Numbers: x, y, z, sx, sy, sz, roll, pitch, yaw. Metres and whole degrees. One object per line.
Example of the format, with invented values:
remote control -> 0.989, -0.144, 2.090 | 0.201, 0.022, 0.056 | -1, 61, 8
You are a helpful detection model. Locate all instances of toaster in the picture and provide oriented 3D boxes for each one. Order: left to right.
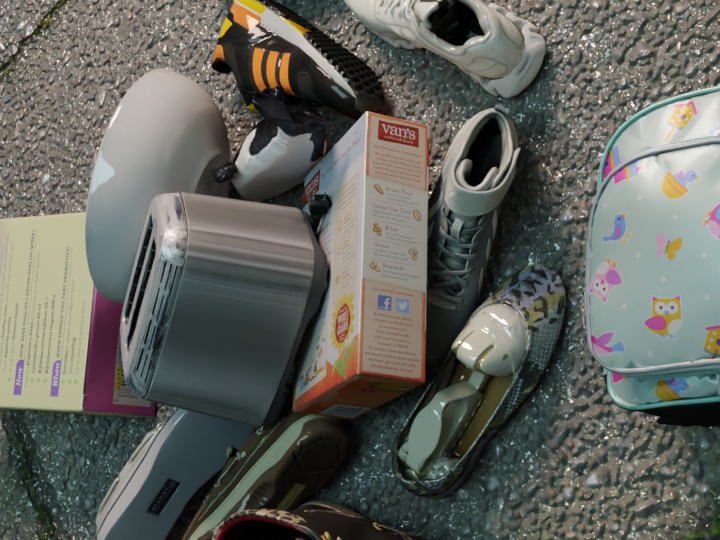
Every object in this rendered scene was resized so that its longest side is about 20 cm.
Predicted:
toaster -> -0.108, 0.022, 0.904 | 0.114, 0.128, 0.201 | -113, 38, -54

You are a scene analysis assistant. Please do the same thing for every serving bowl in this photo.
serving bowl -> -0.156, -0.065, 0.993 | 0.065, 0.200, 0.202 | 13, 88, 12

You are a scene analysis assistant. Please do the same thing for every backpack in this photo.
backpack -> 0.228, -0.016, 0.733 | 0.175, 0.153, 0.202 | -11, 69, 37

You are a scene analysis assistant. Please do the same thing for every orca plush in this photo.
orca plush -> -0.075, -0.116, 0.954 | 0.104, 0.200, 0.072 | -12, 80, -2

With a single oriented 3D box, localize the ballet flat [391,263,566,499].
ballet flat -> 0.084, 0.083, 0.867 | 0.072, 0.072, 0.201 | 36, 101, 33

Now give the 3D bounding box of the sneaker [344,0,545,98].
sneaker -> 0.054, -0.208, 0.936 | 0.199, 0.081, 0.076 | 33, 101, 35

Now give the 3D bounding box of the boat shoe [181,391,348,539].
boat shoe -> -0.087, 0.180, 0.971 | 0.202, 0.074, 0.075 | -47, 41, 15

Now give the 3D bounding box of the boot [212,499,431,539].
boot -> 0.002, 0.218, 0.842 | 0.199, 0.150, 0.074 | 21, 90, 28

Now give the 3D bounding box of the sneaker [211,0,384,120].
sneaker -> -0.058, -0.164, 1.014 | 0.200, 0.070, 0.090 | 44, 111, 36

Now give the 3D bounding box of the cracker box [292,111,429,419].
cracker box -> 0.000, 0.000, 0.893 | 0.134, 0.057, 0.202 | 143, 133, -61

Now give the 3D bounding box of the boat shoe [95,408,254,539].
boat shoe -> -0.162, 0.163, 1.021 | 0.201, 0.072, 0.066 | -56, 34, 7

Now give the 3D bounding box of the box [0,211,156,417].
box -> -0.288, 0.044, 1.107 | 0.198, 0.096, 0.178 | -2, 80, 33

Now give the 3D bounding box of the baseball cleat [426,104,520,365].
baseball cleat -> 0.067, -0.027, 0.874 | 0.069, 0.106, 0.202 | 14, 90, 5
